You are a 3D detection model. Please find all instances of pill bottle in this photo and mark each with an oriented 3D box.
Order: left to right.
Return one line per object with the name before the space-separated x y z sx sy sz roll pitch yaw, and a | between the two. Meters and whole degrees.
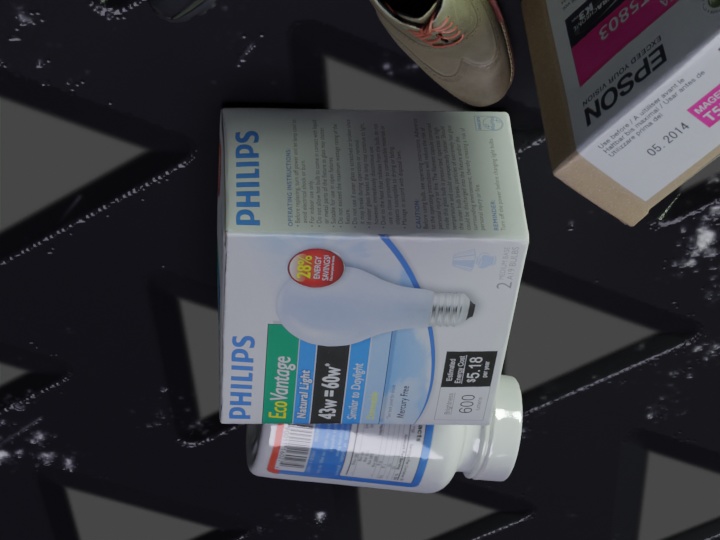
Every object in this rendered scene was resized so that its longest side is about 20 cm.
pill bottle | 0.018 0.111 1.322 0.198 0.113 0.113 7 135 -11

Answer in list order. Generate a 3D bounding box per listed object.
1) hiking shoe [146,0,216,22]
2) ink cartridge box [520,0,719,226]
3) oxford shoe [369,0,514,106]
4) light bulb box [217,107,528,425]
hiking shoe | -0.090 -0.238 0.994 0.100 0.076 0.201 25 121 -15
ink cartridge box | 0.194 -0.153 1.022 0.075 0.166 0.200 29 127 -30
oxford shoe | 0.038 -0.160 1.069 0.070 0.075 0.200 -25 132 20
light bulb box | 0.000 0.000 1.197 0.198 0.125 0.199 0 136 -5
